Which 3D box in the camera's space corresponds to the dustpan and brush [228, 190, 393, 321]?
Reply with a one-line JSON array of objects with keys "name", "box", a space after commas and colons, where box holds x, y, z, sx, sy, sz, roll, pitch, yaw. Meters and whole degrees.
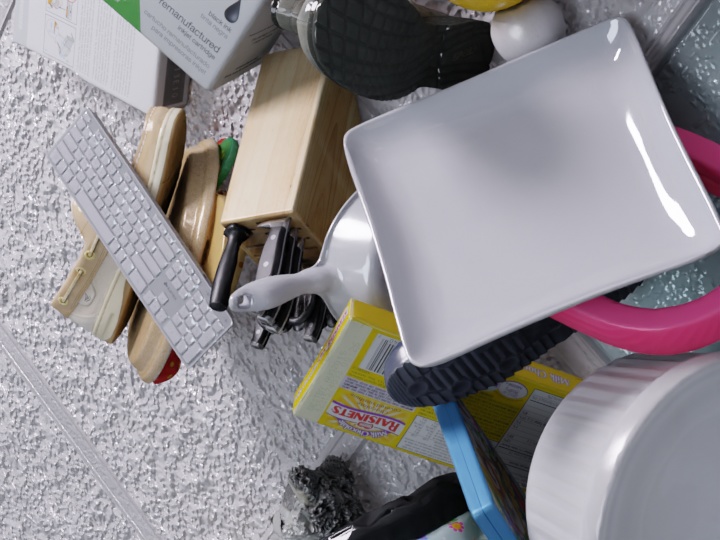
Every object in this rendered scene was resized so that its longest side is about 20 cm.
[{"name": "dustpan and brush", "box": [0.000, 0.000, 1.274, 0.057, 0.200, 0.140, 12, 113, 42]}]

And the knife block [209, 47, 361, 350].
[{"name": "knife block", "box": [-0.057, -0.051, 1.323, 0.064, 0.176, 0.200, -7, 99, 28]}]

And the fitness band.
[{"name": "fitness band", "box": [0.164, -0.026, 1.156, 0.200, 0.144, 0.037, 26, 158, 36]}]

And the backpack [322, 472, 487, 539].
[{"name": "backpack", "box": [0.062, 0.253, 1.301, 0.200, 0.167, 0.127, 59, 146, 12]}]

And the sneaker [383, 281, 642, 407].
[{"name": "sneaker", "box": [0.094, 0.014, 1.223, 0.082, 0.200, 0.070, 56, 174, 42]}]

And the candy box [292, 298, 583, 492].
[{"name": "candy box", "box": [0.065, 0.090, 1.278, 0.200, 0.026, 0.102, 20, 131, -14]}]

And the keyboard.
[{"name": "keyboard", "box": [-0.160, -0.024, 1.348, 0.056, 0.011, 0.200, -43, 72, 23]}]

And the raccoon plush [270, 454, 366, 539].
[{"name": "raccoon plush", "box": [0.023, 0.213, 1.437, 0.200, 0.097, 0.134, 1, 91, 12]}]

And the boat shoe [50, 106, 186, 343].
[{"name": "boat shoe", "box": [-0.185, -0.039, 1.403, 0.069, 0.074, 0.200, 22, 115, 0]}]

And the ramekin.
[{"name": "ramekin", "box": [0.191, 0.140, 1.154, 0.094, 0.202, 0.203, 15, 115, 54]}]

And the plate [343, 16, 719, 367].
[{"name": "plate", "box": [0.103, -0.045, 1.155, 0.199, 0.032, 0.200, -22, 51, 7]}]

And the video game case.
[{"name": "video game case", "box": [0.110, 0.179, 1.236, 0.200, 0.018, 0.143, 56, -172, -31]}]

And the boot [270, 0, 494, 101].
[{"name": "boot", "box": [-0.012, -0.157, 1.238, 0.131, 0.200, 0.068, 19, 100, 33]}]

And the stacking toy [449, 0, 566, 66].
[{"name": "stacking toy", "box": [0.074, -0.215, 1.201, 0.146, 0.146, 0.200, -7, 115, 45]}]

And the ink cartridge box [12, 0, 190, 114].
[{"name": "ink cartridge box", "box": [-0.200, -0.246, 1.491, 0.174, 0.044, 0.200, 29, 123, 34]}]

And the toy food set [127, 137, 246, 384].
[{"name": "toy food set", "box": [-0.132, -0.010, 1.436, 0.198, 0.049, 0.200, -90, 20, -46]}]

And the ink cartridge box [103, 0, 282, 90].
[{"name": "ink cartridge box", "box": [-0.095, -0.252, 1.331, 0.147, 0.083, 0.200, 41, 125, 7]}]
